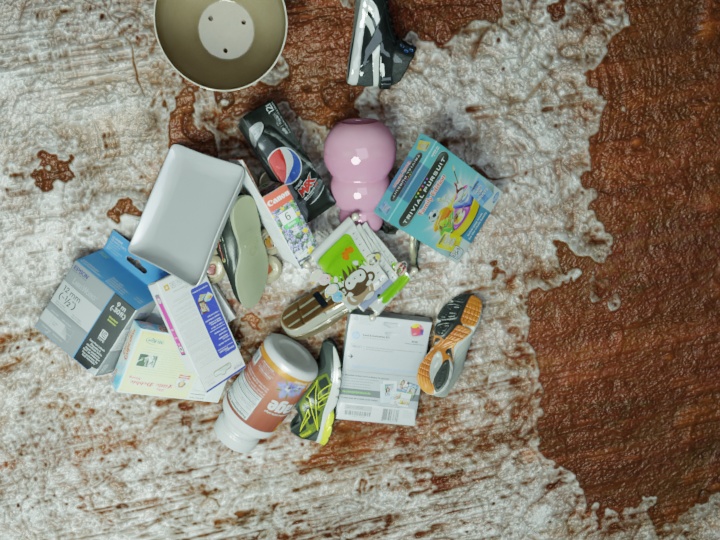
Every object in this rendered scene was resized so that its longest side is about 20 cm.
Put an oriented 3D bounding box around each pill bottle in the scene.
[{"bbox_3d":[-0.171,0.220,1.284,0.112,0.112,0.201,33,106,-12],"label":"pill bottle"}]

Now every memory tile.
[{"bbox_3d":[-0.203,-0.076,1.257,0.151,0.017,0.203,1,100,-18],"label":"memory tile"}]

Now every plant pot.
[{"bbox_3d":[-0.214,-0.383,1.145,0.197,0.135,0.203,-1,102,-6],"label":"plant pot"}]

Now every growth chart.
[{"bbox_3d":[0.000,0.000,1.233,0.145,0.018,0.200,-52,127,-6],"label":"growth chart"}]

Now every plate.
[{"bbox_3d":[-0.278,-0.091,1.184,0.032,0.198,0.202,23,89,-52],"label":"plate"}]

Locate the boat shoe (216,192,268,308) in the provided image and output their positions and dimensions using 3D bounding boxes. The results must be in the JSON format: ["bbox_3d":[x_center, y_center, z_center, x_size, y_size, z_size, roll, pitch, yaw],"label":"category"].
[{"bbox_3d":[-0.203,-0.035,1.228,0.063,0.073,0.204,14,121,35],"label":"boat shoe"}]

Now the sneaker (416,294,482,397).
[{"bbox_3d":[0.169,0.140,1.343,0.075,0.092,0.202,24,78,27],"label":"sneaker"}]

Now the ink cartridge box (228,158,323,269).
[{"bbox_3d":[-0.140,-0.105,1.203,0.050,0.109,0.202,-32,109,-14],"label":"ink cartridge box"}]

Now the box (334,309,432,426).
[{"bbox_3d":[0.040,0.179,1.343,0.154,0.041,0.203,6,102,-9],"label":"box"}]

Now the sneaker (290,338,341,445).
[{"bbox_3d":[-0.082,0.221,1.319,0.083,0.075,0.203,7,101,-8],"label":"sneaker"}]

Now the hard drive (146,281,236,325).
[{"bbox_3d":[-0.338,0.078,1.283,0.199,0.025,0.133,-31,103,0],"label":"hard drive"}]

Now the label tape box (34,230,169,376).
[{"bbox_3d":[-0.430,0.052,1.222,0.143,0.066,0.201,36,98,11],"label":"label tape box"}]

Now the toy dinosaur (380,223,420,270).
[{"bbox_3d":[0.082,-0.097,1.287,0.087,0.047,0.203,4,104,-18],"label":"toy dinosaur"}]

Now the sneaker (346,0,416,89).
[{"bbox_3d":[0.044,-0.404,1.210,0.110,0.073,0.203,6,109,-11],"label":"sneaker"}]

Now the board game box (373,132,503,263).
[{"bbox_3d":[0.137,-0.117,1.242,0.199,0.047,0.152,26,98,-42],"label":"board game box"}]

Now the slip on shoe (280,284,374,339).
[{"bbox_3d":[-0.047,0.061,1.301,0.199,0.076,0.061,-33,146,-9],"label":"slip on shoe"}]

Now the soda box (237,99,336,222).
[{"bbox_3d":[-0.124,-0.178,1.218,0.063,0.071,0.201,-35,100,-14],"label":"soda box"}]

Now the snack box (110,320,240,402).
[{"bbox_3d":[-0.313,0.159,1.249,0.199,0.037,0.117,17,101,-42],"label":"snack box"}]

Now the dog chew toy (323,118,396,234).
[{"bbox_3d":[0.001,-0.151,1.232,0.123,0.125,0.203,-4,110,-6],"label":"dog chew toy"}]

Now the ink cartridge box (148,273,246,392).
[{"bbox_3d":[-0.270,0.094,1.217,0.094,0.037,0.202,-31,101,-45],"label":"ink cartridge box"}]
